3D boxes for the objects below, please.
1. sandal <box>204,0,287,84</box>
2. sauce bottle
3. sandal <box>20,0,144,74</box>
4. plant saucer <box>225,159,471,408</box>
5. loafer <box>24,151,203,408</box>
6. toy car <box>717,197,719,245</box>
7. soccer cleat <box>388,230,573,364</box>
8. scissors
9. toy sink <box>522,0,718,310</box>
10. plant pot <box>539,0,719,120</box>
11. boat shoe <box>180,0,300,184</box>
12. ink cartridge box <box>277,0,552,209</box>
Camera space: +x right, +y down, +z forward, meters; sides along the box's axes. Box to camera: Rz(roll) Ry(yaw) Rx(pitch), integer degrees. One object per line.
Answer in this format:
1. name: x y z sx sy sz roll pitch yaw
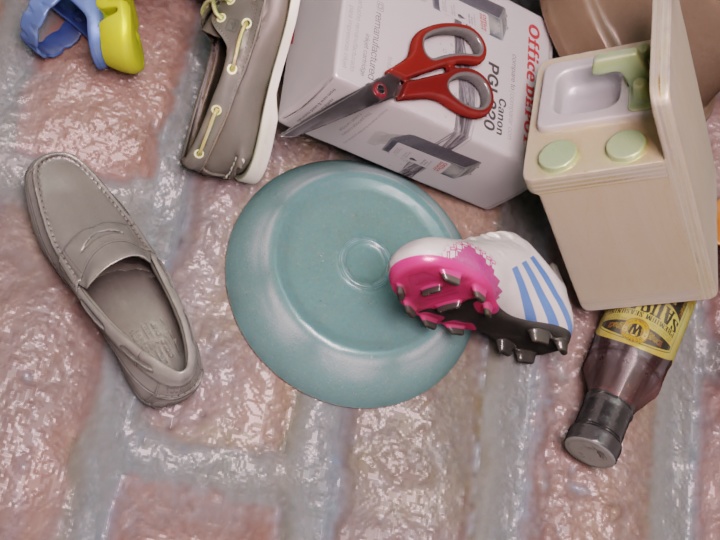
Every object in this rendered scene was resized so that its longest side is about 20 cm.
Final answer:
1. sandal: -0.060 -0.189 0.897 0.200 0.043 0.076 44 54 0
2. sauce bottle: 0.212 0.057 0.865 0.066 0.066 0.201 30 61 -3
3. sandal: -0.219 -0.236 0.852 0.086 0.080 0.202 -10 65 -3
4. plant saucer: 0.000 0.000 0.840 0.198 0.036 0.202 7 66 -15
5. loafer: -0.166 -0.002 0.768 0.070 0.070 0.201 -30 79 -26
6. toy car: 0.339 0.010 0.894 0.175 0.186 0.200 -19 45 -23
7. soccer cleat: 0.086 0.003 0.813 0.199 0.069 0.087 28 53 -46
8. scissors: 0.017 -0.132 0.777 0.199 0.014 0.074 -13 84 -35
9. toy sink: 0.187 -0.086 0.817 0.111 0.201 0.131 -7 48 23
10. plant pot: 0.269 -0.227 0.907 0.199 0.174 0.202 26 49 -35
11. boat shoe: -0.087 -0.166 0.819 0.060 0.072 0.204 6 100 -24
12. ink cartridge box: 0.049 -0.152 0.865 0.199 0.085 0.147 20 62 -29
